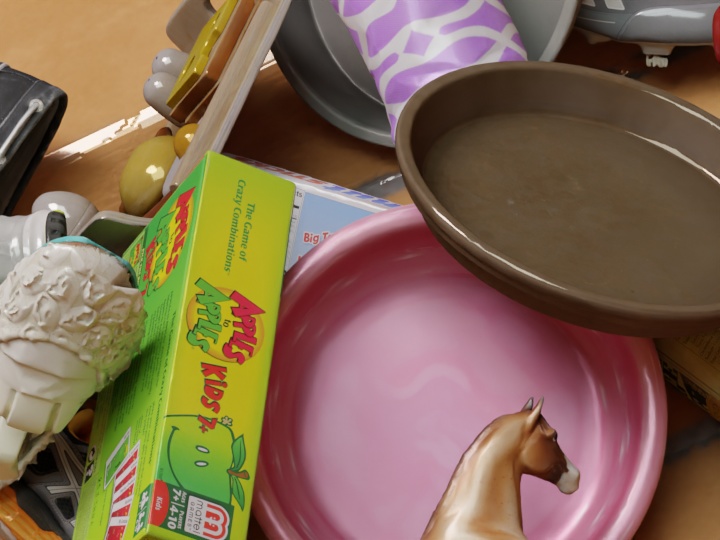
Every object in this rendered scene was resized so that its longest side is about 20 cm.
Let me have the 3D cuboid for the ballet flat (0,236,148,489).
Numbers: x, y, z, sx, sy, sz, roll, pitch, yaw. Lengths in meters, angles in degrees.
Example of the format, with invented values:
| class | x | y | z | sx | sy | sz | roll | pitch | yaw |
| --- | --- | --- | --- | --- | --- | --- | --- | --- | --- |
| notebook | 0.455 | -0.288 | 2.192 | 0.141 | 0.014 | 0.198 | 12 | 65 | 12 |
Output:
| class | x | y | z | sx | sy | sz | roll | pitch | yaw |
| --- | --- | --- | --- | --- | --- | --- | --- | --- | --- |
| ballet flat | -0.147 | 0.054 | 1.318 | 0.071 | 0.200 | 0.072 | 9 | 64 | -18 |

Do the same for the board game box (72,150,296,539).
| class | x | y | z | sx | sy | sz | roll | pitch | yaw |
| --- | --- | --- | --- | --- | --- | --- | --- | --- | --- |
| board game box | -0.081 | 0.058 | 1.310 | 0.047 | 0.102 | 0.201 | 21 | 53 | -19 |

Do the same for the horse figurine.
| class | x | y | z | sx | sy | sz | roll | pitch | yaw |
| --- | --- | --- | --- | --- | --- | --- | --- | --- | --- |
| horse figurine | 0.031 | 0.164 | 1.275 | 0.200 | 0.133 | 0.050 | -33 | 5 | -1 |

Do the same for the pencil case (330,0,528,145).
| class | x | y | z | sx | sy | sz | roll | pitch | yaw |
| --- | --- | --- | --- | --- | --- | --- | --- | --- | --- |
| pencil case | 0.014 | -0.152 | 1.461 | 0.084 | 0.085 | 0.201 | -13 | 72 | -38 |

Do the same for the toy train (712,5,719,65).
| class | x | y | z | sx | sy | sz | roll | pitch | yaw |
| --- | --- | --- | --- | --- | --- | --- | --- | --- | --- |
| toy train | 0.213 | -0.146 | 1.399 | 0.084 | 0.200 | 0.116 | -5 | 47 | 16 |

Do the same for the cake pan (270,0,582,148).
| class | x | y | z | sx | sy | sz | roll | pitch | yaw |
| --- | --- | --- | --- | --- | --- | --- | --- | --- | --- |
| cake pan | 0.035 | -0.163 | 1.513 | 0.200 | 0.037 | 0.201 | 1 | 92 | 32 |

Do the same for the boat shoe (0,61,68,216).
| class | x | y | z | sx | sy | sz | roll | pitch | yaw |
| --- | --- | --- | --- | --- | --- | --- | --- | --- | --- |
| boat shoe | -0.213 | -0.016 | 1.532 | 0.068 | 0.074 | 0.200 | 20 | 67 | 9 |

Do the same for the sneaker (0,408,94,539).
| class | x | y | z | sx | sy | sz | roll | pitch | yaw |
| --- | --- | --- | --- | --- | --- | --- | --- | --- | --- |
| sneaker | -0.115 | 0.129 | 1.382 | 0.077 | 0.078 | 0.200 | -37 | 50 | -17 |

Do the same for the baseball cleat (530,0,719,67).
| class | x | y | z | sx | sy | sz | roll | pitch | yaw |
| --- | --- | --- | --- | --- | --- | --- | --- | --- | --- |
| baseball cleat | 0.113 | -0.174 | 1.515 | 0.199 | 0.107 | 0.070 | 16 | 26 | 29 |

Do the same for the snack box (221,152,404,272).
| class | x | y | z | sx | sy | sz | roll | pitch | yaw |
| --- | --- | --- | --- | --- | --- | --- | --- | --- | --- |
| snack box | 0.000 | 0.000 | 1.448 | 0.199 | 0.024 | 0.072 | 18 | 102 | 30 |

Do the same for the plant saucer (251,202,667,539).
| class | x | y | z | sx | sy | sz | roll | pitch | yaw |
| --- | --- | --- | --- | --- | --- | --- | --- | --- | --- |
| plant saucer | 0.041 | 0.070 | 1.346 | 0.200 | 0.051 | 0.201 | 0 | 76 | 1 |

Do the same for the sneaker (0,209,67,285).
| class | x | y | z | sx | sy | sz | roll | pitch | yaw |
| --- | --- | --- | --- | --- | --- | --- | --- | --- | --- |
| sneaker | -0.193 | 0.021 | 1.419 | 0.076 | 0.200 | 0.076 | 2 | 64 | -16 |

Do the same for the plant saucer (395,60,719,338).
| class | x | y | z | sx | sy | sz | roll | pitch | yaw |
| --- | --- | --- | --- | --- | --- | --- | --- | --- | --- |
| plant saucer | 0.110 | -0.032 | 1.344 | 0.199 | 0.030 | 0.200 | 12 | 35 | -8 |

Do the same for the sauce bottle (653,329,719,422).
| class | x | y | z | sx | sy | sz | roll | pitch | yaw |
| --- | --- | --- | --- | --- | --- | --- | --- | --- | --- |
| sauce bottle | 0.158 | 0.024 | 1.374 | 0.066 | 0.066 | 0.200 | -40 | 49 | -13 |

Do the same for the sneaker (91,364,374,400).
| class | x | y | z | sx | sy | sz | roll | pitch | yaw |
| --- | --- | --- | --- | --- | --- | --- | --- | --- | --- |
| sneaker | -0.074 | 0.069 | 1.416 | 0.199 | 0.077 | 0.082 | 8 | 63 | 26 |

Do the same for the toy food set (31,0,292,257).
| class | x | y | z | sx | sy | sz | roll | pitch | yaw |
| --- | --- | --- | --- | --- | --- | --- | --- | --- | --- |
| toy food set | -0.108 | -0.076 | 1.491 | 0.060 | 0.143 | 0.201 | 30 | 60 | -11 |
